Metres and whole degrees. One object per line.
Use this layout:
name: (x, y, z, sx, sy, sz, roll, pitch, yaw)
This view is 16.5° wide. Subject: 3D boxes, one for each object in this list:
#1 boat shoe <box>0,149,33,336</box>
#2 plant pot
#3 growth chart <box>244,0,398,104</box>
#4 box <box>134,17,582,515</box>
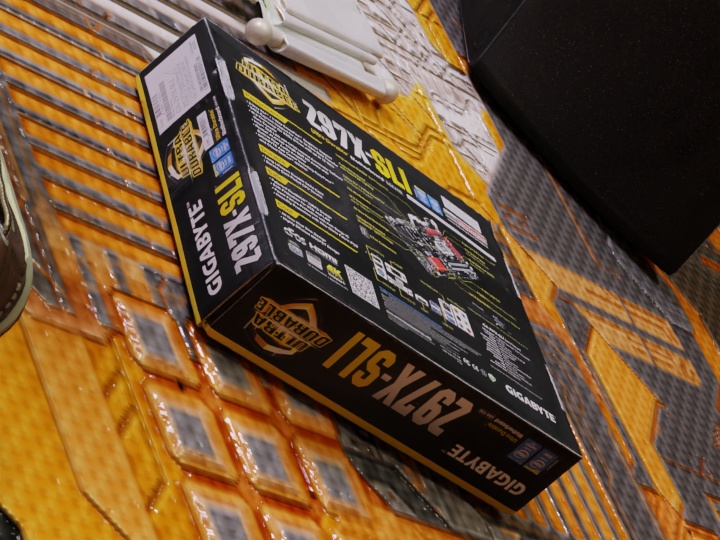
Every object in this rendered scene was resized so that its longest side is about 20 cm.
boat shoe: (-0.157, -0.074, 0.775, 0.203, 0.074, 0.075, 60, -9, 5)
plant pot: (0.169, -0.159, 1.498, 0.177, 0.200, 0.200, 31, 27, -18)
growth chart: (-0.046, -0.170, 1.299, 0.144, 0.018, 0.201, 27, 32, -46)
box: (0.000, 0.000, 1.068, 0.200, 0.049, 0.160, 33, 25, -38)
